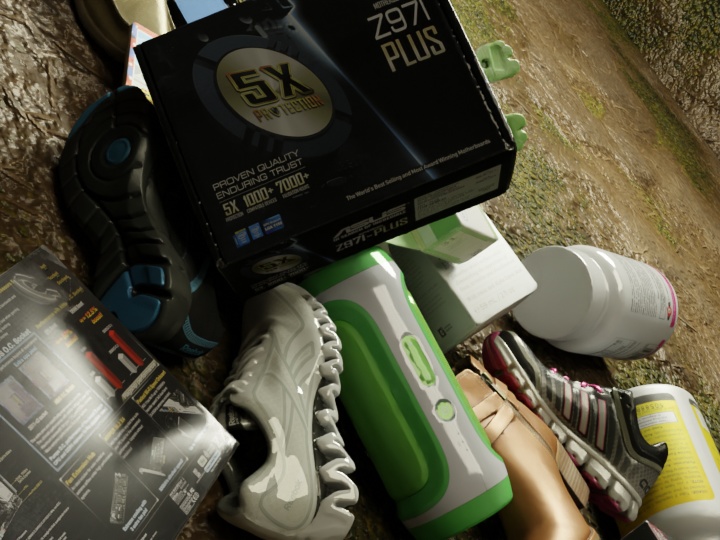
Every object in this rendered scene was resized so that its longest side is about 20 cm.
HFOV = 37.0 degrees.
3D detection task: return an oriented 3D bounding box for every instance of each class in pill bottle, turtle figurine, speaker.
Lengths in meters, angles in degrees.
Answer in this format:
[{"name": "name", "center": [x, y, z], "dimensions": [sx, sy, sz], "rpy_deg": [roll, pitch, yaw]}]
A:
[{"name": "pill bottle", "center": [0.251, 0.034, 1.154], "dimensions": [0.200, 0.113, 0.114], "rpy_deg": [12, 45, -51]}, {"name": "turtle figurine", "center": [0.102, -0.148, 1.056], "dimensions": [0.200, 0.194, 0.144], "rpy_deg": [29, 73, -24]}, {"name": "speaker", "center": [0.028, 0.087, 0.758], "dimensions": [0.088, 0.088, 0.200], "rpy_deg": [-14, 74, -61]}, {"name": "pill bottle", "center": [0.286, 0.212, 0.984], "dimensions": [0.111, 0.111, 0.200], "rpy_deg": [31, 32, -34]}]

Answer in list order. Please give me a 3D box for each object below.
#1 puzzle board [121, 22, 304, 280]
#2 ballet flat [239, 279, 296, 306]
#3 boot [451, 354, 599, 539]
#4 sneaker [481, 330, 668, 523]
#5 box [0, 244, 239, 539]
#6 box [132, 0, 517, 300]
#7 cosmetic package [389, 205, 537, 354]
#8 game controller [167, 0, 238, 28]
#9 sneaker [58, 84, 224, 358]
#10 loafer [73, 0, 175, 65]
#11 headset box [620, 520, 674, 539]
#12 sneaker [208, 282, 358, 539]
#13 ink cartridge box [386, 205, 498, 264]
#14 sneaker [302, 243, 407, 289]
[{"name": "puzzle board", "center": [-0.100, -0.088, 0.832], "dimensions": [0.200, 0.017, 0.151], "rpy_deg": [27, 52, -40]}, {"name": "ballet flat", "center": [-0.075, -0.065, 0.776], "dimensions": [0.068, 0.072, 0.200], "rpy_deg": [-1, 71, -51]}, {"name": "boot", "center": [0.111, 0.151, 0.829], "dimensions": [0.155, 0.077, 0.200], "rpy_deg": [50, 25, -3]}, {"name": "sneaker", "center": [0.192, 0.121, 0.948], "dimensions": [0.200, 0.087, 0.074], "rpy_deg": [48, -16, 9]}, {"name": "box", "center": [-0.160, 0.092, 0.518], "dimensions": [0.158, 0.050, 0.200], "rpy_deg": [46, 27, -8]}, {"name": "box", "center": [-0.022, -0.098, 0.704], "dimensions": [0.086, 0.200, 0.164], "rpy_deg": [75, -7, -74]}, {"name": "cosmetic package", "center": [0.055, -0.033, 0.957], "dimensions": [0.102, 0.074, 0.200], "rpy_deg": [-27, 80, -44]}, {"name": "game controller", "center": [-0.147, -0.234, 0.960], "dimensions": [0.104, 0.042, 0.200], "rpy_deg": [0, 55, -57]}, {"name": "sneaker", "center": [-0.141, -0.031, 0.701], "dimensions": [0.082, 0.073, 0.200], "rpy_deg": [40, 29, -55]}, {"name": "loafer", "center": [-0.192, -0.242, 0.871], "dimensions": [0.076, 0.067, 0.200], "rpy_deg": [7, 49, -54]}, {"name": "headset box", "center": [0.241, 0.275, 0.752], "dimensions": [0.200, 0.075, 0.149], "rpy_deg": [37, 18, -40]}, {"name": "sneaker", "center": [-0.057, 0.080, 0.676], "dimensions": [0.081, 0.075, 0.200], "rpy_deg": [20, 38, -31]}, {"name": "ink cartridge box", "center": [0.029, -0.084, 0.832], "dimensions": [0.146, 0.048, 0.200], "rpy_deg": [63, 17, 16]}, {"name": "sneaker", "center": [0.000, 0.000, 0.853], "dimensions": [0.088, 0.075, 0.200], "rpy_deg": [-30, 100, -74]}]
